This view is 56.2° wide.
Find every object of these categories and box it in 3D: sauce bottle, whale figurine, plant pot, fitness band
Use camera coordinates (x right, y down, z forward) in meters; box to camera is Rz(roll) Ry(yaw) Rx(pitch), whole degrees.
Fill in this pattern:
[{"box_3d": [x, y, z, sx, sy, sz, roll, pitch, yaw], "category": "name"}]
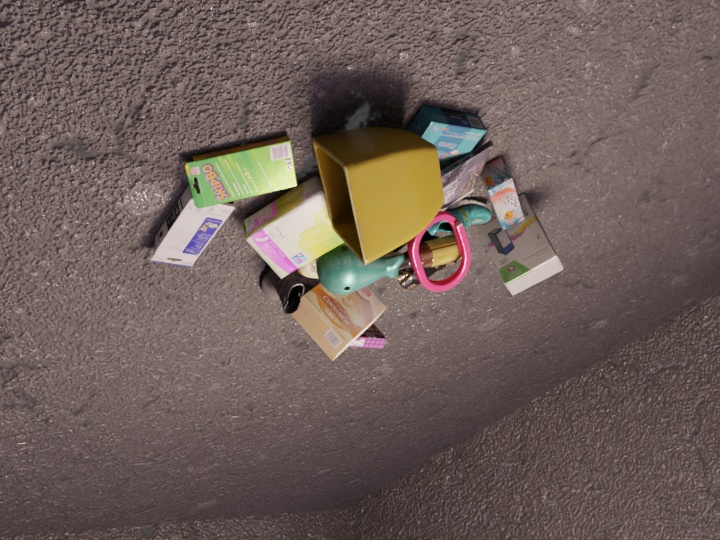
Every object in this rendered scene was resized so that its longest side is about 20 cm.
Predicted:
[{"box_3d": [0.161, -0.040, 1.605, 0.196, 0.067, 0.066, -12, 150, -20], "category": "sauce bottle"}, {"box_3d": [0.000, 0.000, 1.494, 0.195, 0.105, 0.160, 4, 141, -14], "category": "whale figurine"}, {"box_3d": [0.045, -0.163, 1.266, 0.196, 0.194, 0.199, -20, 120, -13], "category": "plant pot"}, {"box_3d": [0.182, -0.041, 1.551, 0.142, 0.037, 0.202, -30, 126, -10], "category": "fitness band"}]

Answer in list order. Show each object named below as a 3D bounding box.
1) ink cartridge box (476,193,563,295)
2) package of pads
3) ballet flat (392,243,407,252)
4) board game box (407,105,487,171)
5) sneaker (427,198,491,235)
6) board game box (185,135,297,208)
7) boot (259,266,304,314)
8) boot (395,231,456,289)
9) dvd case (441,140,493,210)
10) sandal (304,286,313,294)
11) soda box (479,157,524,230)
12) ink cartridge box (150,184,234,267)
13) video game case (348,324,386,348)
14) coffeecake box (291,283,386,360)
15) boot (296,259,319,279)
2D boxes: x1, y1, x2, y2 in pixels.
[{"box_3d": [0.396, -0.066, 1.693, 0.144, 0.203, 0.087, -29, 147, 16], "category": "ink cartridge box"}, {"box_3d": [-0.132, -0.090, 1.414, 0.197, 0.069, 0.155, -29, 134, 11], "category": "package of pads"}, {"box_3d": [0.069, -0.061, 1.634, 0.072, 0.074, 0.201, -6, 153, -25], "category": "ballet flat"}, {"box_3d": [0.145, -0.242, 1.397, 0.148, 0.048, 0.201, 0, 144, -34], "category": "board game box"}, {"box_3d": [0.233, -0.118, 1.623, 0.196, 0.081, 0.078, -7, 148, -25], "category": "sneaker"}, {"box_3d": [-0.220, -0.181, 1.250, 0.196, 0.030, 0.097, -16, 128, -14], "category": "board game box"}, {"box_3d": [-0.183, 0.049, 1.571, 0.068, 0.134, 0.201, -10, 149, -19], "category": "boot"}, {"box_3d": [0.147, -0.022, 1.738, 0.149, 0.074, 0.199, -34, 153, 22], "category": "boot"}, {"box_3d": [0.211, -0.190, 1.483, 0.147, 0.016, 0.201, -33, 163, -17], "category": "dvd case"}, {"box_3d": [-0.065, 0.068, 1.742, 0.198, 0.080, 0.058, 10, 125, -42], "category": "sandal"}, {"box_3d": [0.335, -0.179, 1.599, 0.063, 0.069, 0.200, -26, 149, 10], "category": "soda box"}, {"box_3d": [-0.341, -0.085, 1.348, 0.098, 0.040, 0.200, 9, 137, -42], "category": "ink cartridge box"}, {"box_3d": [-0.055, 0.134, 1.751, 0.197, 0.181, 0.036, 8, 116, -41], "category": "video game case"}, {"box_3d": [-0.050, 0.096, 1.630, 0.073, 0.154, 0.199, -48, 173, 38], "category": "coffeecake box"}, {"box_3d": [-0.038, -0.045, 1.577, 0.197, 0.073, 0.155, 5, 139, -34], "category": "boot"}]
